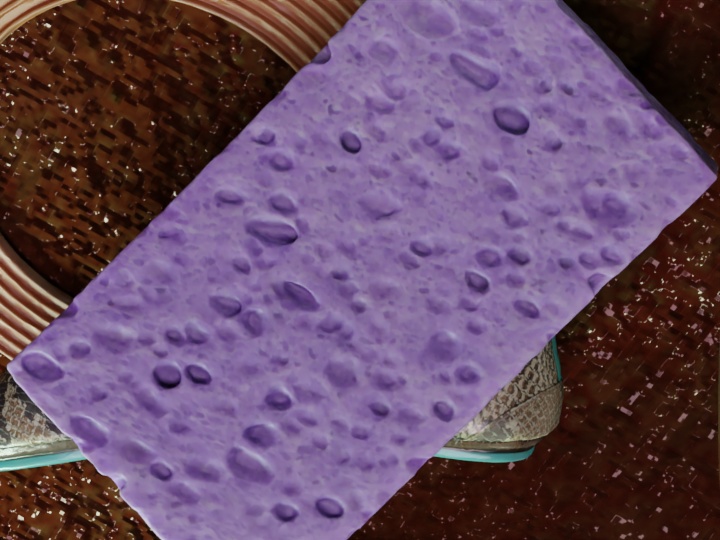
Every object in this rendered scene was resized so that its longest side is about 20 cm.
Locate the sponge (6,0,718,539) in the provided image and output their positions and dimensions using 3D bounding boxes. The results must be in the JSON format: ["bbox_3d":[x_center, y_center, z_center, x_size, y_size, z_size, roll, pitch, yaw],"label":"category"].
[{"bbox_3d":[0.000,0.000,0.853,0.200,0.030,0.112,-44,92,9],"label":"sponge"}]

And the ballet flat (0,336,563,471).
[{"bbox_3d":[-0.035,0.023,0.904,0.199,0.068,0.076,-2,102,8],"label":"ballet flat"}]

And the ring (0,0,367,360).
[{"bbox_3d":[-0.068,-0.030,0.918,0.199,0.019,0.201,7,125,10],"label":"ring"}]

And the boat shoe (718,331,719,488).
[{"bbox_3d":[0.142,-0.010,0.853,0.070,0.071,0.201,0,131,8],"label":"boat shoe"}]
